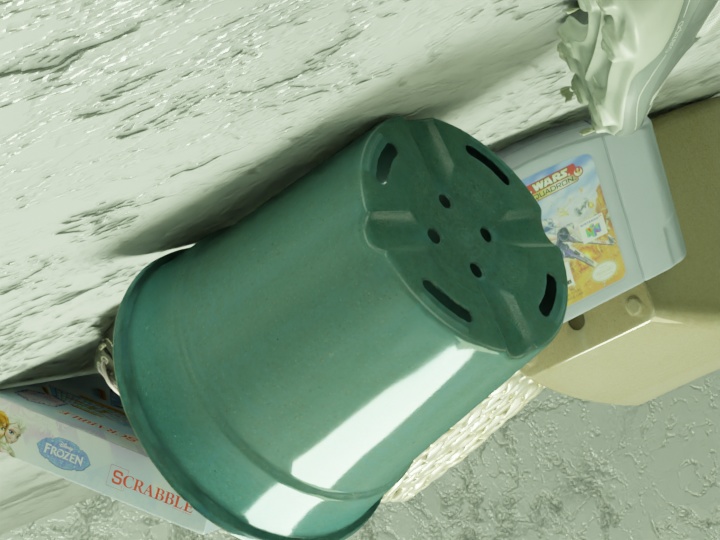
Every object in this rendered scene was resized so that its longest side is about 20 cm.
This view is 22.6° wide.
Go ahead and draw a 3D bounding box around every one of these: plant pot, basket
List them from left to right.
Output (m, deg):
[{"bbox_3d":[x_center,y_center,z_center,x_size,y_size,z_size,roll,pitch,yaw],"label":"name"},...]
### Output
[{"bbox_3d":[-0.002,0.025,1.007,0.200,0.200,0.196,-16,161,-50],"label":"plant pot"},{"bbox_3d":[0.042,0.088,1.479,0.200,0.136,0.123,-41,153,18],"label":"basket"},{"bbox_3d":[0.202,-0.007,1.411,0.177,0.200,0.200,-6,162,-47],"label":"plant pot"}]

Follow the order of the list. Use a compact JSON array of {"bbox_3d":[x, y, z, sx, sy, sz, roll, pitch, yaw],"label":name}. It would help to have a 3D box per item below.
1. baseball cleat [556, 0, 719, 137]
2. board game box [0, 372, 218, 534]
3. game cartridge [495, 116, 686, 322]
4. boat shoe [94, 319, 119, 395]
[{"bbox_3d":[0.147,-0.116,0.843,0.106,0.070,0.200,-23,174,0],"label":"baseball cleat"},{"bbox_3d":[-0.161,0.134,1.380,0.200,0.041,0.199,19,-173,18],"label":"board game box"},{"bbox_3d":[0.123,-0.025,1.244,0.200,0.133,0.042,-27,-146,-9],"label":"game cartridge"},{"bbox_3d":[-0.159,0.073,1.286,0.057,0.067,0.200,-39,177,-3],"label":"boat shoe"}]
